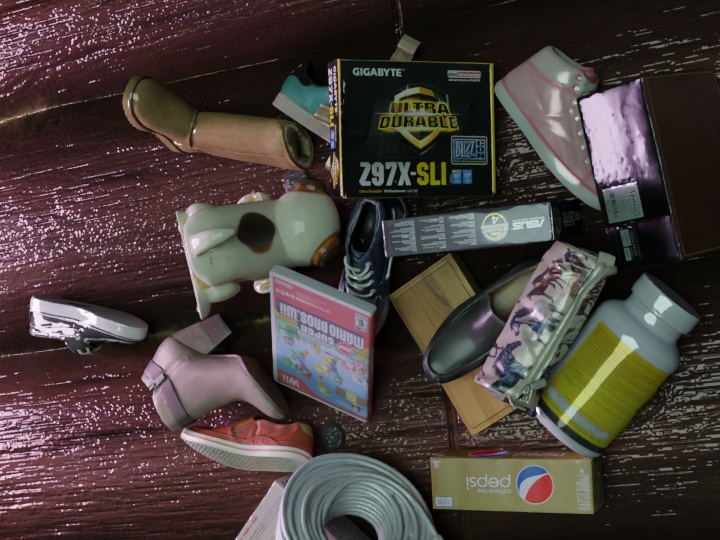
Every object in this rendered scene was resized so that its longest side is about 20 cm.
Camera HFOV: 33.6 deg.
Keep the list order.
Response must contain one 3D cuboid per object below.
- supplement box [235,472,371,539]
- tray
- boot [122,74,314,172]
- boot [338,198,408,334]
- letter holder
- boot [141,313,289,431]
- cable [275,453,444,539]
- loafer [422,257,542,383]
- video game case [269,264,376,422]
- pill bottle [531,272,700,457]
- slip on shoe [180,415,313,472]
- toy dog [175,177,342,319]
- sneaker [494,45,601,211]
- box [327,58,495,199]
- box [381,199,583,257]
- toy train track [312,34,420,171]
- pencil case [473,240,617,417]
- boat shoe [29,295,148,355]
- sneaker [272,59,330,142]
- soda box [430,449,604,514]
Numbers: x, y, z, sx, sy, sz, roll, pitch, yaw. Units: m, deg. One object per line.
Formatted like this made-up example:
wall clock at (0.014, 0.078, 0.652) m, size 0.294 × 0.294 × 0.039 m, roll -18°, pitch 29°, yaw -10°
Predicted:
supplement box at (-0.057, 0.373, 1.522) m, size 0.200 × 0.073 × 0.127 m, roll 40°, pitch 106°, yaw 16°
tray at (0.127, 0.089, 1.458) m, size 0.098 × 0.037 × 0.201 m, roll -35°, pitch 78°, yaw 19°
boot at (-0.177, -0.187, 1.509) m, size 0.198 × 0.175 × 0.067 m, roll 11°, pitch 80°, yaw 24°
boot at (0.000, 0.000, 1.476) m, size 0.072 × 0.090 × 0.202 m, roll 16°, pitch 100°, yaw 21°
letter holder at (0.344, -0.114, 1.338) m, size 0.100 × 0.141 × 0.202 m, roll -13°, pitch 89°, yaw 54°
boot at (-0.197, 0.159, 1.565) m, size 0.146 × 0.070 × 0.200 m, roll -42°, pitch 59°, yaw 6°
cable at (-0.006, 0.318, 1.444) m, size 0.070 × 0.198 × 0.201 m, roll 109°, pitch 147°, yaw -48°
loafer at (0.151, 0.053, 1.393) m, size 0.200 × 0.072 × 0.073 m, roll -44°, pitch 81°, yaw -4°
video game case at (-0.047, 0.093, 1.475) m, size 0.142 × 0.017 × 0.201 m, roll 22°, pitch 138°, yaw 20°
pill bottle at (0.289, 0.105, 1.350) m, size 0.112 × 0.112 × 0.201 m, roll 42°, pitch 106°, yaw 16°
slip on shoe at (-0.146, 0.222, 1.565) m, size 0.198 × 0.074 × 0.062 m, roll 0°, pitch 58°, yaw 28°
toy dog at (-0.122, -0.048, 1.486) m, size 0.198 × 0.194 × 0.141 m, roll -14°, pitch 70°, yaw -11°
sneaker at (0.249, -0.172, 1.378) m, size 0.105 × 0.075 × 0.201 m, roll -41°, pitch 72°, yaw 23°
box at (0.061, -0.165, 1.408) m, size 0.198 × 0.049 × 0.162 m, roll -2°, pitch 94°, yaw -21°
box at (0.144, -0.050, 1.380) m, size 0.198 × 0.161 × 0.050 m, roll -6°, pitch 89°, yaw 22°
toy train track at (0.017, -0.206, 1.447) m, size 0.114 × 0.033 × 0.201 m, roll 29°, pitch 74°, yaw 5°
pencil case at (0.208, 0.060, 1.323) m, size 0.201 × 0.077 × 0.089 m, roll -60°, pitch 32°, yaw 3°
boat shoe at (-0.377, 0.082, 1.652) m, size 0.198 × 0.070 × 0.064 m, roll 11°, pitch 95°, yaw 30°
sneaker at (-0.013, -0.193, 1.488) m, size 0.199 × 0.071 × 0.080 m, roll 33°, pitch 98°, yaw 13°
soda box at (0.187, 0.250, 1.420) m, size 0.198 × 0.068 × 0.065 m, roll -2°, pitch 90°, yaw 23°
